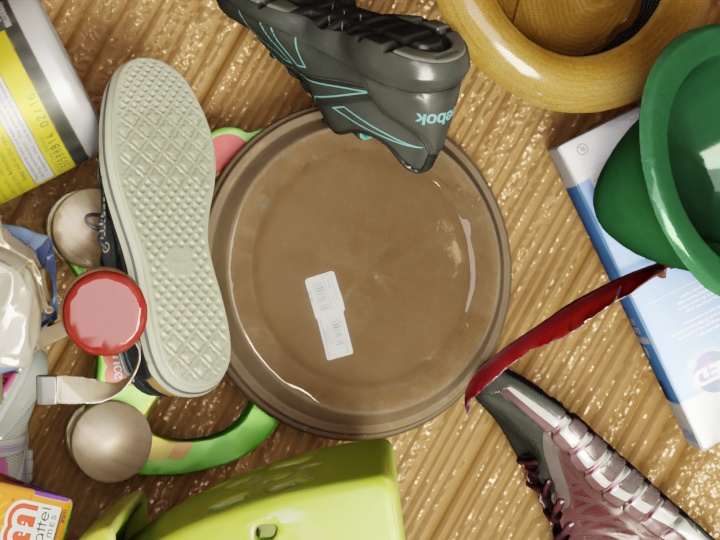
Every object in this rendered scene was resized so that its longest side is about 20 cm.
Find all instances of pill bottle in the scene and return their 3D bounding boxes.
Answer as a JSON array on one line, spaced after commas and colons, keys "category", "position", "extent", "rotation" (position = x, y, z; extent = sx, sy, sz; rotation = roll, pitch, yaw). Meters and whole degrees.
[{"category": "pill bottle", "position": [-0.256, -0.075, 1.536], "extent": [0.199, 0.111, 0.112], "rotation": [-28, 92, -3]}]

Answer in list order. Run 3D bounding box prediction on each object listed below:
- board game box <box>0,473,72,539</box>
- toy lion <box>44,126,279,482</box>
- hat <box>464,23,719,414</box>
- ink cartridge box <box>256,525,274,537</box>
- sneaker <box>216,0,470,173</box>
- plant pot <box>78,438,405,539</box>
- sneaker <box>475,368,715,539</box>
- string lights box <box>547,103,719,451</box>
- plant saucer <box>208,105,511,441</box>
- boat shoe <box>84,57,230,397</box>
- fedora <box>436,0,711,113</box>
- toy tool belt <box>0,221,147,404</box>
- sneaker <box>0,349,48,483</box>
[{"category": "board game box", "position": [-0.306, 0.178, 1.386], "extent": [0.199, 0.199, 0.201], "rotation": [17, 87, -39]}, {"category": "toy lion", "position": [-0.086, 0.017, 1.577], "extent": [0.190, 0.069, 0.201], "rotation": [-5, 91, -11]}, {"category": "hat", "position": [0.160, -0.037, 1.548], "extent": [0.199, 0.176, 0.167], "rotation": [-16, 87, -41]}, {"category": "ink cartridge box", "position": [-0.114, 0.241, 1.559], "extent": [0.199, 0.084, 0.147], "rotation": [-28, 93, -4]}, {"category": "sneaker", "position": [-0.019, -0.121, 1.532], "extent": [0.075, 0.200, 0.080], "rotation": [-19, 125, -34]}, {"category": "plant pot", "position": [-0.058, 0.204, 1.427], "extent": [0.180, 0.199, 0.201], "rotation": [-6, 92, 1]}, {"category": "sneaker", "position": [0.120, 0.156, 1.579], "extent": [0.200, 0.076, 0.116], "rotation": [41, 91, -3]}, {"category": "string lights box", "position": [0.202, -0.005, 1.588], "extent": [0.102, 0.059, 0.201], "rotation": [-25, 92, -2]}, {"category": "plant saucer", "position": [0.000, 0.000, 1.563], "extent": [0.199, 0.029, 0.201], "rotation": [0, 89, -18]}, {"category": "boat shoe", "position": [-0.119, -0.022, 1.507], "extent": [0.074, 0.062, 0.201], "rotation": [0, 74, -34]}, {"category": "fedora", "position": [0.113, -0.181, 1.559], "extent": [0.199, 0.082, 0.202], "rotation": [6, 75, -21]}, {"category": "toy tool belt", "position": [-0.216, 0.017, 1.481], "extent": [0.199, 0.123, 0.126], "rotation": [-2, 96, -2]}, {"category": "sneaker", "position": [-0.229, 0.133, 1.558], "extent": [0.088, 0.081, 0.201], "rotation": [30, 82, -41]}]
